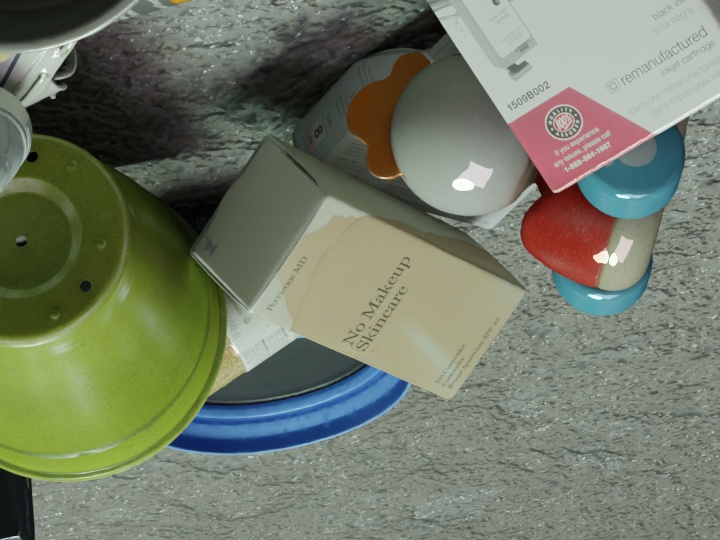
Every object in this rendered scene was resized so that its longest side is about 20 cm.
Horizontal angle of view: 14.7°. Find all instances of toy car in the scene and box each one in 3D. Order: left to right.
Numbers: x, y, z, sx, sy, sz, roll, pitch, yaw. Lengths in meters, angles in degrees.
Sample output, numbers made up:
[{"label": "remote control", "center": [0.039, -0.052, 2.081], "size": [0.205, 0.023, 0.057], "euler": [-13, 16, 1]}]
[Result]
[{"label": "toy car", "center": [0.094, -0.091, 1.640], "size": [0.199, 0.178, 0.184], "euler": [15, 159, 4]}]

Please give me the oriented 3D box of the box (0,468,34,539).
[{"label": "box", "center": [-0.305, 0.111, 1.870], "size": [0.157, 0.201, 0.051], "euler": [-11, 151, 3]}]

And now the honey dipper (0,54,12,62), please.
[{"label": "honey dipper", "center": [-0.117, -0.156, 1.525], "size": [0.199, 0.038, 0.038], "euler": [-23, 157, -15]}]

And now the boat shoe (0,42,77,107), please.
[{"label": "boat shoe", "center": [-0.196, -0.126, 1.602], "size": [0.065, 0.072, 0.200], "euler": [10, 140, -24]}]

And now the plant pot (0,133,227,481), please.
[{"label": "plant pot", "center": [-0.189, 0.008, 1.684], "size": [0.199, 0.201, 0.193], "euler": [-8, 163, 0]}]

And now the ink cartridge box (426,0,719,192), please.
[{"label": "ink cartridge box", "center": [0.111, -0.165, 1.454], "size": [0.146, 0.200, 0.083], "euler": [-31, -174, 37]}]

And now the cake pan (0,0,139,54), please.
[{"label": "cake pan", "center": [-0.176, -0.206, 1.353], "size": [0.199, 0.037, 0.201], "euler": [2, 112, 6]}]

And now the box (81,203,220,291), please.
[{"label": "box", "center": [-0.140, 0.030, 1.941], "size": [0.157, 0.051, 0.200], "euler": [-15, 153, 10]}]

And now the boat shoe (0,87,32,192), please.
[{"label": "boat shoe", "center": [-0.284, -0.087, 1.546], "size": [0.200, 0.072, 0.070], "euler": [15, 126, -1]}]

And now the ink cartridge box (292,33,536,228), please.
[{"label": "ink cartridge box", "center": [0.078, -0.113, 1.744], "size": [0.162, 0.057, 0.200], "euler": [14, 132, -37]}]

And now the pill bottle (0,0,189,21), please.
[{"label": "pill bottle", "center": [-0.166, -0.178, 1.447], "size": [0.199, 0.117, 0.116], "euler": [-15, 153, 12]}]

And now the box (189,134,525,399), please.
[{"label": "box", "center": [0.000, 0.000, 1.740], "size": [0.200, 0.078, 0.095], "euler": [23, 105, -45]}]

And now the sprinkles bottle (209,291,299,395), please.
[{"label": "sprinkles bottle", "center": [-0.051, 0.012, 1.827], "size": [0.200, 0.068, 0.068], "euler": [-34, 154, -6]}]

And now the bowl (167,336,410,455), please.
[{"label": "bowl", "center": [-0.063, 0.072, 1.950], "size": [0.200, 0.040, 0.201], "euler": [-9, 154, -4]}]
